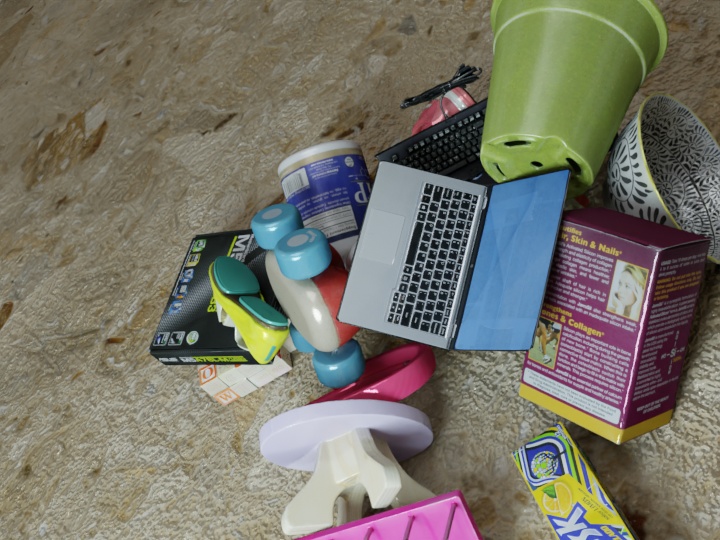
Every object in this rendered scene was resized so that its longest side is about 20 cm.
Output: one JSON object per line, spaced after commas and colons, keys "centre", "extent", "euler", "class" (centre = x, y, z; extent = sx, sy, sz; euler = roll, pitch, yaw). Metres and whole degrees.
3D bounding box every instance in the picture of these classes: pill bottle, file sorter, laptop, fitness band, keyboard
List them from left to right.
{"centre": [-0.029, -0.059, 1.219], "extent": [0.119, 0.119, 0.202], "euler": [-19, 83, 21], "class": "pill bottle"}
{"centre": [0.000, 0.144, 1.089], "extent": [0.199, 0.038, 0.144], "euler": [-26, 6, 16], "class": "fitness band"}
{"centre": [0.025, 0.327, 0.876], "extent": [0.198, 0.140, 0.125], "euler": [-22, 11, 19], "class": "file sorter"}
{"centre": [0.091, -0.023, 0.942], "extent": [0.198, 0.116, 0.189], "euler": [14, 76, 5], "class": "laptop"}
{"centre": [0.109, -0.171, 1.088], "extent": [0.199, 0.021, 0.128], "euler": [-28, 85, -8], "class": "keyboard"}

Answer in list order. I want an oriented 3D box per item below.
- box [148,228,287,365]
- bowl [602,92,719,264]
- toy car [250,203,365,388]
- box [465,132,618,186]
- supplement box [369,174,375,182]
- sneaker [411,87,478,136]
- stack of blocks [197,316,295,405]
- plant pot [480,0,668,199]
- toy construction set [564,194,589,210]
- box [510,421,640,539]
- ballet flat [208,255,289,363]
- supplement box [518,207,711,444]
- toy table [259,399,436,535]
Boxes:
{"centre": [-0.179, 0.034, 1.264], "extent": [0.191, 0.048, 0.202], "euler": [-5, 55, 33], "class": "box"}
{"centre": [0.331, -0.084, 1.013], "extent": [0.094, 0.200, 0.202], "euler": [-30, 40, 43], "class": "bowl"}
{"centre": [0.000, 0.000, 1.093], "extent": [0.198, 0.186, 0.177], "euler": [-24, 29, -13], "class": "toy car"}
{"centre": [0.187, -0.132, 1.149], "extent": [0.199, 0.050, 0.198], "euler": [-36, 22, -28], "class": "box"}
{"centre": [0.031, -0.102, 1.287], "extent": [0.198, 0.068, 0.067], "euler": [2, 94, 37], "class": "supplement box"}
{"centre": [0.091, -0.180, 1.198], "extent": [0.087, 0.074, 0.200], "euler": [-40, -1, -10], "class": "sneaker"}
{"centre": [-0.129, 0.086, 1.266], "extent": [0.199, 0.059, 0.116], "euler": [-29, 45, 12], "class": "stack of blocks"}
{"centre": [0.210, -0.186, 0.987], "extent": [0.198, 0.200, 0.191], "euler": [4, 62, 36], "class": "plant pot"}
{"centre": [0.211, 0.010, 1.046], "extent": [0.131, 0.092, 0.201], "euler": [39, 97, 16], "class": "toy construction set"}
{"centre": [0.224, 0.249, 0.883], "extent": [0.064, 0.070, 0.201], "euler": [-36, 43, 8], "class": "box"}
{"centre": [-0.150, 0.051, 1.159], "extent": [0.200, 0.066, 0.068], "euler": [44, 121, 51], "class": "ballet flat"}
{"centre": [0.252, 0.050, 0.926], "extent": [0.130, 0.103, 0.202], "euler": [25, 114, 44], "class": "supplement box"}
{"centre": [-0.006, 0.225, 0.999], "extent": [0.198, 0.185, 0.118], "euler": [-5, 52, -11], "class": "toy table"}
